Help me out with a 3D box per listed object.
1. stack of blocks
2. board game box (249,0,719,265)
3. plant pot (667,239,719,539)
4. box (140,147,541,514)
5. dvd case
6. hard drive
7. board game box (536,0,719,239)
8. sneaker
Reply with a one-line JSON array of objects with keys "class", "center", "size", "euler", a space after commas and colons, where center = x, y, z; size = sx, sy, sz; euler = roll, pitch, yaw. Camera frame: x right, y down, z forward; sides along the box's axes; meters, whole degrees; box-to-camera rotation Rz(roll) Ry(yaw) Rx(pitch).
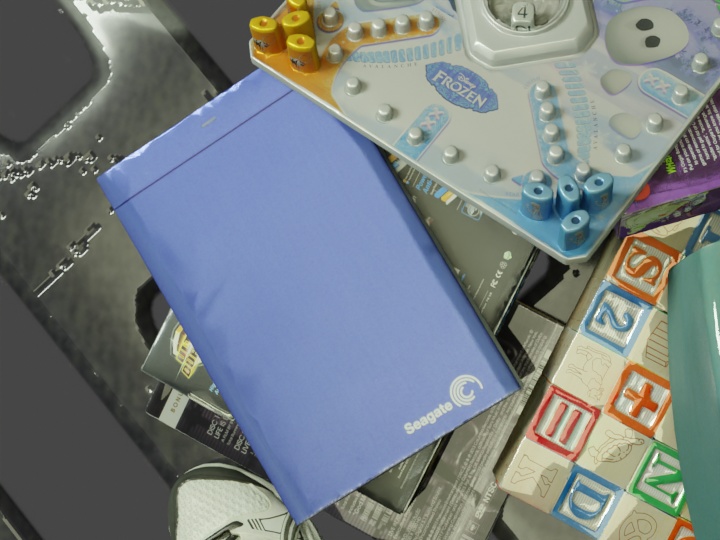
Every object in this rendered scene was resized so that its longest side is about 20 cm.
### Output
[{"class": "stack of blocks", "center": [0.162, 0.042, 0.792], "size": [0.114, 0.059, 0.201], "euler": [26, 91, 1]}, {"class": "board game box", "center": [0.079, -0.131, 0.755], "size": [0.199, 0.026, 0.200], "euler": [34, 73, 20]}, {"class": "plant pot", "center": [0.214, 0.077, 0.699], "size": [0.140, 0.141, 0.202], "euler": [-16, 83, -1]}, {"class": "box", "center": [0.000, 0.000, 0.817], "size": [0.158, 0.046, 0.201], "euler": [27, 96, 8]}, {"class": "dvd case", "center": [0.001, 0.056, 0.850], "size": [0.199, 0.016, 0.150], "euler": [27, 95, 8]}, {"class": "hard drive", "center": [-0.027, 0.005, 0.784], "size": [0.131, 0.025, 0.201], "euler": [-32, 86, 9]}, {"class": "board game box", "center": [0.149, -0.122, 0.771], "size": [0.119, 0.032, 0.202], "euler": [-13, 64, -5]}, {"class": "sneaker", "center": [-0.051, 0.171, 0.796], "size": [0.075, 0.088, 0.201], "euler": [-39, 56, 6]}]
